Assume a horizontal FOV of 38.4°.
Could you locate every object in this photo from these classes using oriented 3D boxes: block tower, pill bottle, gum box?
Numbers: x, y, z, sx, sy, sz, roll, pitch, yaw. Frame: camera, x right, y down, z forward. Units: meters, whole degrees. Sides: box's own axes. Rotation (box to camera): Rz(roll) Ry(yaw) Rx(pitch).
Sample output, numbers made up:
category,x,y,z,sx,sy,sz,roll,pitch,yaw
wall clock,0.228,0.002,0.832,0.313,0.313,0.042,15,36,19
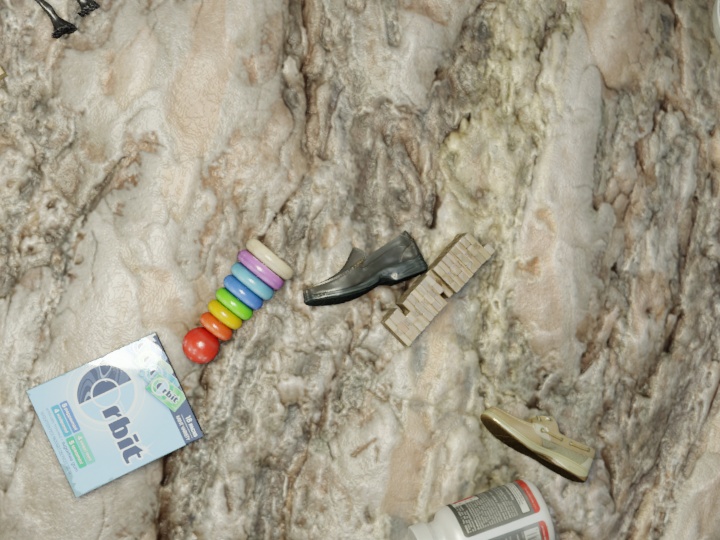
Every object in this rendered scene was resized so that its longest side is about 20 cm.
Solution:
category,x,y,z,sx,sy,sz,roll,pitch,yaw
block tower,0.116,0.025,1.592,0.058,0.054,0.200,45,80,-6
pill bottle,0.180,0.397,1.557,0.200,0.116,0.116,-17,91,-10
gum box,-0.354,0.207,1.504,0.200,0.045,0.170,-25,92,-10

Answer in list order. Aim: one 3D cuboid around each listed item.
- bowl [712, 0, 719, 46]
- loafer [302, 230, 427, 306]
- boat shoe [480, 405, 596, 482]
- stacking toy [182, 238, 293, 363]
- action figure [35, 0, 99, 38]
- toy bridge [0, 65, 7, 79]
category,x,y,z,sx,sy,sz,roll,pitch,yaw
bowl,0.653,-0.408,1.689,0.201,0.090,0.201,1,87,-10
loafer,0.000,0.000,1.569,0.200,0.073,0.072,-18,82,-20
boat shoe,0.277,0.257,1.607,0.200,0.072,0.065,31,74,-10
stacking toy,-0.191,0.051,1.529,0.085,0.085,0.200,40,88,-6
action figure,-0.464,-0.441,1.483,0.119,0.102,0.200,-36,96,2
toy bridge,-0.591,-0.346,1.492,0.067,0.027,0.200,-32,94,-7
